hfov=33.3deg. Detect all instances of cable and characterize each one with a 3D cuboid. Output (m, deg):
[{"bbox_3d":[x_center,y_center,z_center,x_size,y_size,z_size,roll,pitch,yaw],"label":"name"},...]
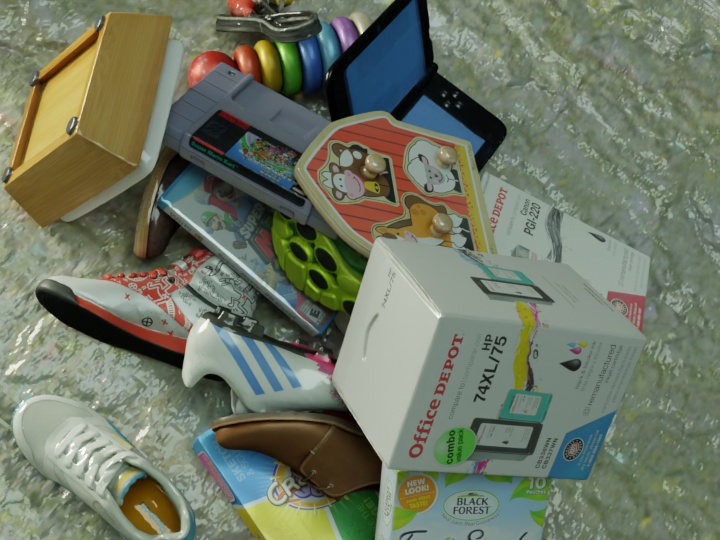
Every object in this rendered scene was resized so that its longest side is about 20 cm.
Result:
[{"bbox_3d":[-0.100,-0.267,1.238,0.097,0.200,0.050,-15,110,-8],"label":"cable"}]

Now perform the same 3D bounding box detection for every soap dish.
[{"bbox_3d":[-0.253,-0.142,1.122,0.081,0.200,0.158,24,63,-31],"label":"soap dish"}]

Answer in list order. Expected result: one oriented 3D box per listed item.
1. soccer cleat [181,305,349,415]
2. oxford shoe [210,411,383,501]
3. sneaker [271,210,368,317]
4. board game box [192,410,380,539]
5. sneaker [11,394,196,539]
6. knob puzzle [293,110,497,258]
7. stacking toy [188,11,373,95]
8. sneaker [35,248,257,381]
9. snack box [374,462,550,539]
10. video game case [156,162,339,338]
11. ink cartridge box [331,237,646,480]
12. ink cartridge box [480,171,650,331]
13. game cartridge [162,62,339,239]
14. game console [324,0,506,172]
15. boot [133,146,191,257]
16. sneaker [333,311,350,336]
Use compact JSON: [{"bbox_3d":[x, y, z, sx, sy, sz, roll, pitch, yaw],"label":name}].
[{"bbox_3d":[-0.069,0.104,1.106,0.200,0.070,0.086,24,92,-12],"label":"soccer cleat"},{"bbox_3d":[-0.038,0.168,1.081,0.200,0.071,0.071,11,72,-11],"label":"oxford shoe"},{"bbox_3d":[0.000,0.000,1.141,0.200,0.074,0.084,38,38,4],"label":"sneaker"},{"bbox_3d":[-0.039,0.201,1.126,0.153,0.040,0.200,-33,80,-23],"label":"board game box"},{"bbox_3d":[-0.224,0.176,1.068,0.200,0.081,0.077,37,66,4],"label":"sneaker"},{"bbox_3d":[0.035,-0.078,1.110,0.219,0.030,0.220,17,49,-20],"label":"knob puzzle"},{"bbox_3d":[-0.082,-0.218,1.265,0.200,0.085,0.086,-11,72,-14],"label":"stacking toy"},{"bbox_3d":[-0.197,0.021,1.145,0.201,0.067,0.108,22,64,-9],"label":"sneaker"},{"bbox_3d":[0.083,0.261,1.071,0.142,0.053,0.200,2,105,-15],"label":"snack box"},{"bbox_3d":[-0.078,-0.050,1.173,0.200,0.018,0.143,40,61,-6],"label":"video game case"},{"bbox_3d":[0.103,0.076,1.030,0.200,0.147,0.146,7,23,-25],"label":"ink cartridge box"},{"bbox_3d":[0.181,0.008,1.211,0.200,0.085,0.146,26,39,-2],"label":"ink cartridge box"},{"bbox_3d":[-0.080,-0.116,1.133,0.200,0.038,0.130,29,39,7],"label":"game cartridge"},{"bbox_3d":[0.063,-0.167,1.240,0.176,0.116,0.200,37,54,2],"label":"game console"},{"bbox_3d":[-0.122,-0.076,1.198,0.166,0.072,0.200,22,62,-3],"label":"boot"},{"bbox_3d":[0.069,0.061,1.181,0.200,0.093,0.070,30,65,-2],"label":"sneaker"}]
